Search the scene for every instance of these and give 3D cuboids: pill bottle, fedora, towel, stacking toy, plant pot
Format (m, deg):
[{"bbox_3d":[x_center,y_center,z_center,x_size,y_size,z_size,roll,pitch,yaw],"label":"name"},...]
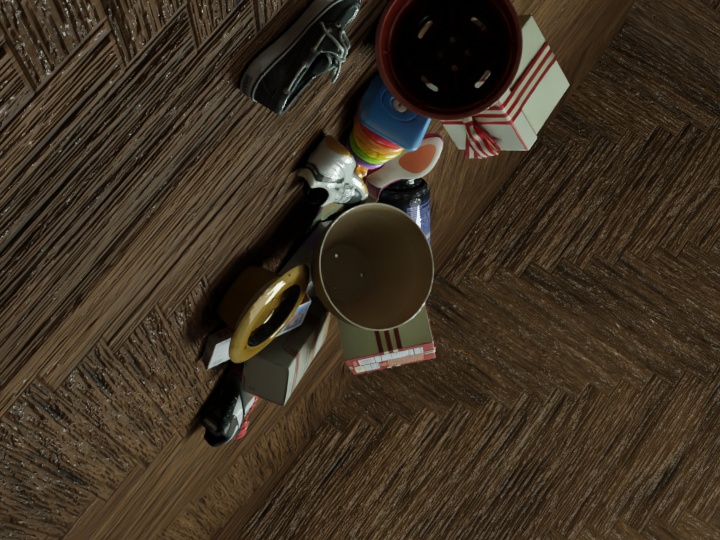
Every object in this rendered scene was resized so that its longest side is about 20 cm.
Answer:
[{"bbox_3d":[0.074,-0.110,1.977,0.112,0.112,0.200,-41,136,-54],"label":"pill bottle"},{"bbox_3d":[-0.161,0.050,1.655,0.201,0.082,0.201,-50,167,-16],"label":"fedora"},{"bbox_3d":[-0.023,-0.151,1.811,0.200,0.022,0.147,-43,164,-50],"label":"towel"},{"bbox_3d":[0.021,-0.200,1.658,0.200,0.110,0.116,-51,-168,54],"label":"stacking toy"},{"bbox_3d":[0.131,-0.315,1.531,0.201,0.201,0.195,-56,178,10],"label":"plant pot"},{"bbox_3d":[0.000,0.000,1.724,0.200,0.200,0.134,-51,-165,-20],"label":"plant pot"}]

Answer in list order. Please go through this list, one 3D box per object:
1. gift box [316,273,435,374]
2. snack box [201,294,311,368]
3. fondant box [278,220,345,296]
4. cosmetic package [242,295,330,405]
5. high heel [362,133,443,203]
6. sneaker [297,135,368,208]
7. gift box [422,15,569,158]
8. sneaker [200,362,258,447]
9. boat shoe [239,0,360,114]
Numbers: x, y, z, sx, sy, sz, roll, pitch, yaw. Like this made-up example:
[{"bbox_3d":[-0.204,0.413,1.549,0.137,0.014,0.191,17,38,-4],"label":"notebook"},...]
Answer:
[{"bbox_3d":[0.024,0.071,1.891,0.199,0.187,0.185,-10,164,-2],"label":"gift box"},{"bbox_3d":[-0.171,0.099,1.773,0.200,0.024,0.072,-25,153,-35],"label":"snack box"},{"bbox_3d":[-0.065,-0.022,1.899,0.144,0.058,0.200,-49,173,15],"label":"fondant box"},{"bbox_3d":[-0.132,0.136,1.939,0.200,0.087,0.104,-58,164,-47],"label":"cosmetic package"},{"bbox_3d":[0.060,-0.184,1.739,0.200,0.067,0.096,-32,-149,33],"label":"high heel"},{"bbox_3d":[-0.049,-0.133,1.624,0.088,0.076,0.200,-46,158,-5],"label":"sneaker"},{"bbox_3d":[0.216,-0.306,1.832,0.200,0.185,0.187,2,-130,51],"label":"gift box"},{"bbox_3d":[-0.245,0.254,1.981,0.098,0.071,0.201,-30,149,-46],"label":"sneaker"},{"bbox_3d":[-0.049,-0.250,1.203,0.199,0.068,0.074,-48,169,-33],"label":"boat shoe"}]
